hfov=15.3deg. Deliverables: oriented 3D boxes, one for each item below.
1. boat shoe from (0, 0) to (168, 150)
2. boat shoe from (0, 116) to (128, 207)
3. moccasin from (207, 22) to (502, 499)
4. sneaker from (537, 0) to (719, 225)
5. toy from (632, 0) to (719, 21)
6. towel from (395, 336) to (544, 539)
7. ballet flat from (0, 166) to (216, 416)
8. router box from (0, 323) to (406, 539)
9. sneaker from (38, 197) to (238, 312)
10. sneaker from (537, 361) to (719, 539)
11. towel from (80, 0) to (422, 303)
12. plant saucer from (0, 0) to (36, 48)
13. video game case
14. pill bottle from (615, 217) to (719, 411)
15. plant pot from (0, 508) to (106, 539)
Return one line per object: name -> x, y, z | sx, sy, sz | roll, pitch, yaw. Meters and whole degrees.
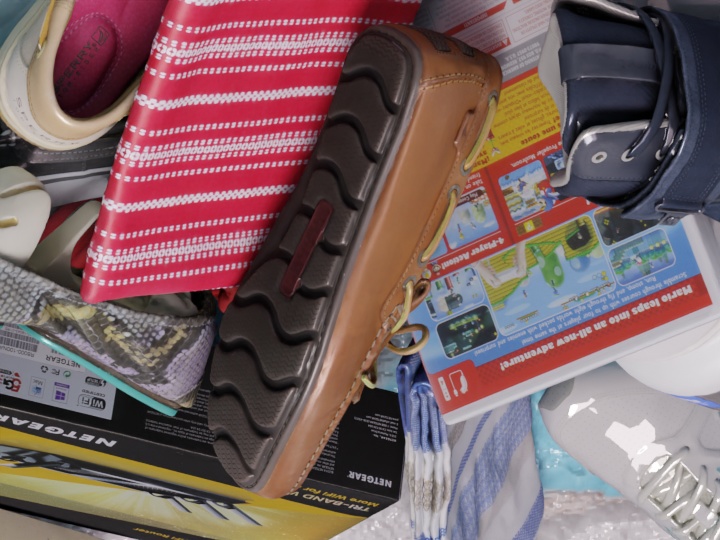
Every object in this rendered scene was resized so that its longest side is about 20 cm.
boat shoe -> -0.067, -0.131, 1.042 | 0.074, 0.069, 0.201 | 33, 84, -20
boat shoe -> -0.116, -0.065, 1.100 | 0.199, 0.069, 0.057 | -5, 127, -15
moccasin -> -0.001, -0.001, 1.081 | 0.078, 0.074, 0.202 | 14, 99, -41
sneaker -> 0.151, -0.072, 0.953 | 0.146, 0.077, 0.202 | 13, 150, -27
toy -> 0.197, -0.129, 0.979 | 0.199, 0.047, 0.115 | -8, 149, 15
towel -> 0.055, 0.081, 1.234 | 0.024, 0.147, 0.201 | 9, 130, 19
ballet flat -> -0.133, -0.003, 1.066 | 0.072, 0.072, 0.200 | -42, 136, 23
router box -> -0.099, 0.077, 1.214 | 0.199, 0.052, 0.157 | 15, 158, -18
sneaker -> -0.049, -0.021, 1.171 | 0.199, 0.085, 0.077 | -21, 129, 9
sneaker -> 0.173, 0.106, 1.308 | 0.200, 0.080, 0.070 | 29, 120, -26
towel -> -0.030, -0.080, 1.053 | 0.144, 0.022, 0.201 | -5, 121, -50
plant saucer -> -0.193, -0.139, 1.087 | 0.199, 0.036, 0.201 | -5, 130, -6
video game case -> 0.059, -0.053, 1.096 | 0.143, 0.201, 0.017 | -24, 173, 33
pill bottle -> 0.171, 0.008, 1.172 | 0.200, 0.114, 0.114 | 19, 125, -45
plant pot -> -0.238, 0.225, 1.248 | 0.199, 0.178, 0.200 | 19, 138, -23
